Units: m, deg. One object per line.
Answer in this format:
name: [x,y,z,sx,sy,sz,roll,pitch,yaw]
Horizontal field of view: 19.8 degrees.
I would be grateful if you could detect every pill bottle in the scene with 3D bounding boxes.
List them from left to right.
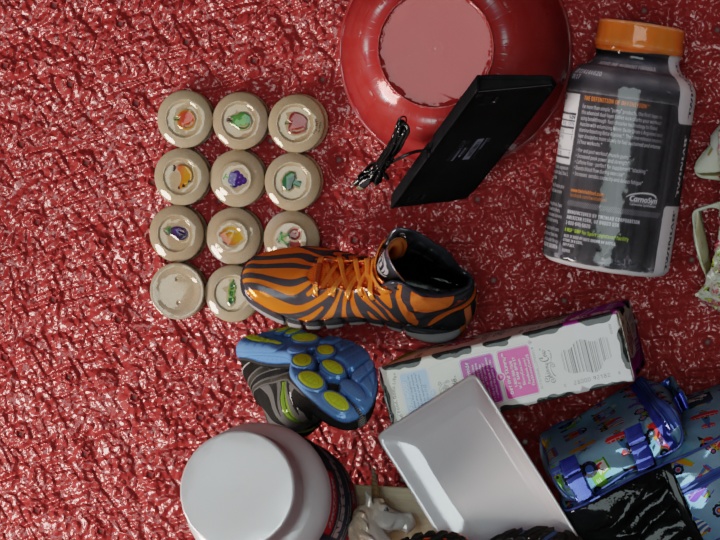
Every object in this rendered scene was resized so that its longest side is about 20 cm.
pill bottle: [-0.075,0.184,1.641,0.119,0.200,0.120,-2,79,10]
pill bottle: [0.212,-0.101,1.667,0.106,0.106,0.201,9,96,10]

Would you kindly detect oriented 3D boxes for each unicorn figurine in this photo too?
unicorn figurine: [0.042,0.271,1.669,0.137,0.074,0.201,16,80,8]

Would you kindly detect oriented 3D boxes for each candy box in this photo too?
candy box: [0.126,0.077,1.684,0.199,0.136,0.061,-15,90,11]

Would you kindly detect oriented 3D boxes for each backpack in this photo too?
backpack: [0.258,0.153,1.642,0.199,0.183,0.135,-28,98,9]

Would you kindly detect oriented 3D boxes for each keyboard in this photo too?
keyboard: [0.066,-0.102,1.644,0.127,0.200,0.021,-7,67,-24]

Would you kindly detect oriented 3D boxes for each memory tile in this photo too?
memory tile: [-0.107,-0.054,1.779,0.152,0.017,0.201,4,96,11]

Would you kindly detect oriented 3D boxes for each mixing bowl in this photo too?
mixing bowl: [0.069,-0.181,1.688,0.199,0.108,0.201,1,94,11]

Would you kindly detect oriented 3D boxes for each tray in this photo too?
tray: [0.107,0.187,1.611,0.107,0.022,0.200,-34,86,29]

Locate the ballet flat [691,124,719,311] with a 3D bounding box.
ballet flat: [0.301,-0.060,1.674,0.064,0.076,0.201,3,92,27]

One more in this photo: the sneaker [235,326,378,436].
sneaker: [-0.039,0.100,1.710,0.071,0.199,0.083,-19,106,-24]

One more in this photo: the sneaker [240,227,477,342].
sneaker: [0.000,0.000,1.701,0.199,0.112,0.078,5,66,-1]

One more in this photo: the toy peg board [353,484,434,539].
toy peg board: [0.017,0.288,1.759,0.199,0.098,0.200,3,80,10]

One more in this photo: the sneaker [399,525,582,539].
sneaker: [0.107,0.245,1.580,0.199,0.075,0.079,-3,110,36]
